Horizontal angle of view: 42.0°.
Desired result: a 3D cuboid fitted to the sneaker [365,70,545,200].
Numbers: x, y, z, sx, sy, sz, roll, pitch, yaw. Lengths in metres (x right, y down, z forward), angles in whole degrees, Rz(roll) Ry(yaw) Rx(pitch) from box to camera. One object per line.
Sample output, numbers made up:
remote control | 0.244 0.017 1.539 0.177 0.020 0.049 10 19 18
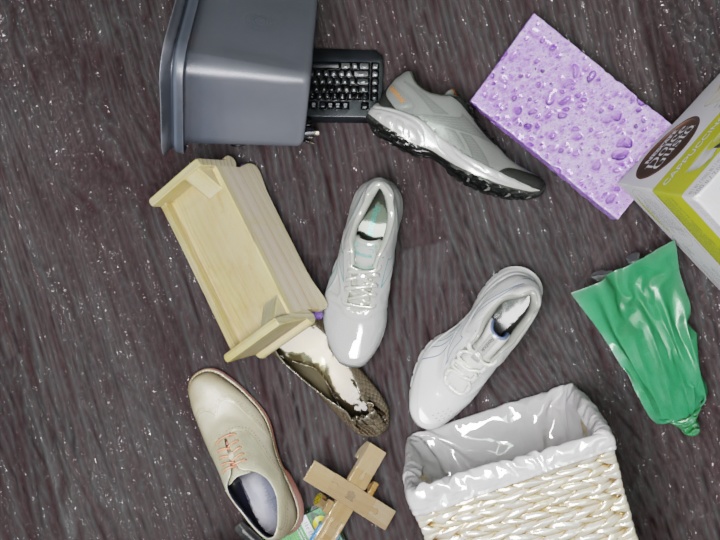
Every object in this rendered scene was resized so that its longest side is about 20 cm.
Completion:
sneaker | 0.106 -0.136 0.964 0.199 0.074 0.080 31 87 1

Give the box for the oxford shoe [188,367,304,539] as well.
oxford shoe | -0.125 0.191 0.991 0.070 0.074 0.201 -35 81 5

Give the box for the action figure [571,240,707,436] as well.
action figure | 0.306 0.084 0.971 0.117 0.055 0.202 -25 98 3

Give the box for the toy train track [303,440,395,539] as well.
toy train track | -0.038 0.272 0.992 0.114 0.032 0.201 36 78 -21

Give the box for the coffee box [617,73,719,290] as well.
coffee box | 0.400 -0.080 0.871 0.200 0.198 0.200 42 94 -9

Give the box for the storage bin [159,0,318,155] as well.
storage bin | -0.113 -0.197 0.913 0.132 0.201 0.147 7 135 -4

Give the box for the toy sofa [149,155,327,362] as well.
toy sofa | -0.125 -0.013 0.972 0.082 0.097 0.202 -34 78 28

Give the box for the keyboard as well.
keyboard | -0.076 -0.184 0.989 0.197 0.040 0.106 1 93 5

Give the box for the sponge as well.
sponge | 0.221 -0.159 0.974 0.199 0.030 0.112 39 95 1

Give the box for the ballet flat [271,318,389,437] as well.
ballet flat | -0.044 0.101 0.999 0.067 0.046 0.200 -42 90 4

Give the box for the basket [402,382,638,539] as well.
basket | 0.155 0.230 0.919 0.198 0.198 0.163 -17 94 4

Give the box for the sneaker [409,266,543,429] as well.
sneaker | 0.115 0.081 0.967 0.074 0.087 0.201 35 96 -1

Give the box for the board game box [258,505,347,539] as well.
board game box | -0.037 0.364 1.026 0.104 0.023 0.202 -26 91 6

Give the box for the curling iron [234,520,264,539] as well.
curling iron | -0.054 0.334 1.004 0.199 0.026 0.050 35 73 6

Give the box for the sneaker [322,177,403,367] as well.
sneaker | 0.000 0.000 0.967 0.069 0.080 0.203 9 89 2
